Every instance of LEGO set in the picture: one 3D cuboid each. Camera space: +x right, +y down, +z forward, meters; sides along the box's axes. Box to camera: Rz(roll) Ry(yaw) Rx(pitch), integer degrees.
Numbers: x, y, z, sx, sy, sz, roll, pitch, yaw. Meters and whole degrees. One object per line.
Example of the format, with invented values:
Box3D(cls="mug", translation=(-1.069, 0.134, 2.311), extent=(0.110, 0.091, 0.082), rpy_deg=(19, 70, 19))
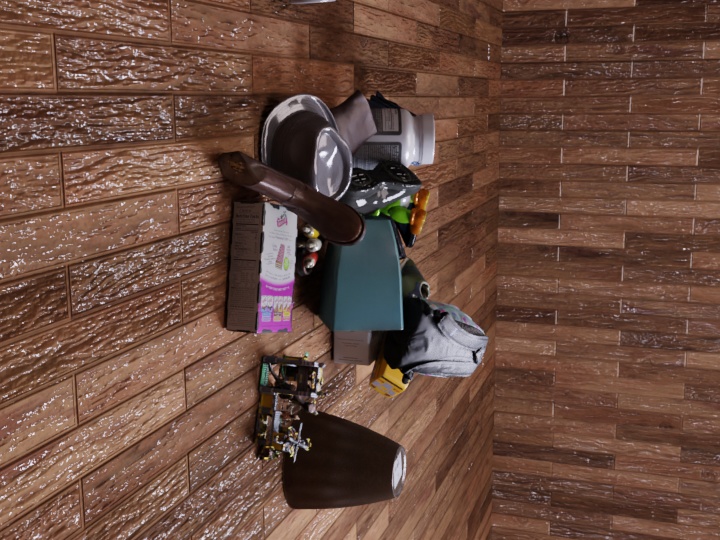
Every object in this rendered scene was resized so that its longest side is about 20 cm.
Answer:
Box3D(cls="LEGO set", translation=(-0.102, 0.232, 1.573), extent=(0.154, 0.114, 0.204), rpy_deg=(49, 48, -64))

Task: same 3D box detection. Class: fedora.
Box3D(cls="fedora", translation=(-0.075, -0.187, 1.534), extent=(0.175, 0.089, 0.204), rpy_deg=(-27, 123, -38))

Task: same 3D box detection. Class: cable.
Box3D(cls="cable", translation=(-0.076, -0.049, 1.709), extent=(0.200, 0.049, 0.099), rpy_deg=(-34, 126, -68))

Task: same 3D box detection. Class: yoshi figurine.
Box3D(cls="yoshi figurine", translation=(0.034, -0.133, 1.844), extent=(0.113, 0.196, 0.114), rpy_deg=(-81, -173, -78))

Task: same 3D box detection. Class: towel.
Box3D(cls="towel", translation=(0.072, -0.297, 1.915), extent=(0.048, 0.200, 0.113), rpy_deg=(-24, 124, -19))

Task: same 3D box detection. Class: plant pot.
Box3D(cls="plant pot", translation=(-0.020, 0.364, 1.715), extent=(0.186, 0.196, 0.191), rpy_deg=(3, 90, -71))
Box3D(cls="plant pot", translation=(0.000, 0.000, 1.729), extent=(0.141, 0.138, 0.204), rpy_deg=(-149, -121, -75))

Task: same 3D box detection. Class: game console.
Box3D(cls="game console", translation=(0.068, -0.172, 2.003), extent=(0.201, 0.114, 0.179), rpy_deg=(-107, -151, -65))

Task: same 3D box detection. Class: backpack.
Box3D(cls="backpack", translation=(0.154, 0.132, 1.801), extent=(0.197, 0.127, 0.169), rpy_deg=(12, 117, -33))

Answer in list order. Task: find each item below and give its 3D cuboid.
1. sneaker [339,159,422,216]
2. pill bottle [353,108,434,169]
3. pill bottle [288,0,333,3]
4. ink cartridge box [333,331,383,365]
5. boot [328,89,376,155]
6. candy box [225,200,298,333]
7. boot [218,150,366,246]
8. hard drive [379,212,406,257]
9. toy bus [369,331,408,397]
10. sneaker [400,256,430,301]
Box3D(cls="sneaker", translation=(0.028, -0.147, 1.699), extent=(0.197, 0.076, 0.092), rpy_deg=(-10, 140, -37))
Box3D(cls="pill bottle", translation=(0.041, -0.253, 1.763), extent=(0.116, 0.196, 0.118), rpy_deg=(180, -90, -88))
Box3D(cls="pill bottle", translation=(-0.085, -0.548, 1.506), extent=(0.112, 0.110, 0.204), rpy_deg=(-46, 136, -63))
Box3D(cls="ink cartridge box", translation=(0.002, 0.081, 1.913), extent=(0.146, 0.083, 0.204), rpy_deg=(-25, 116, -70))
Box3D(cls="boot", translation=(-0.031, -0.207, 1.672), extent=(0.165, 0.072, 0.202), rpy_deg=(-35, 131, -16))
Box3D(cls="candy box", translation=(-0.156, -0.004, 1.462), extent=(0.136, 0.060, 0.204), rpy_deg=(9, 85, -71))
Box3D(cls="boot", translation=(-0.104, -0.112, 1.373), extent=(0.199, 0.185, 0.065), rpy_deg=(28, 90, -55))
Box3D(cls="hard drive", translation=(0.049, -0.120, 1.960), extent=(0.140, 0.037, 0.204), rpy_deg=(7, 66, -84))
Box3D(cls="toy bus", translation=(0.081, 0.155, 1.895), extent=(0.065, 0.078, 0.202), rpy_deg=(32, 51, -18))
Box3D(cls="sneaker", translation=(0.104, 0.032, 1.904), extent=(0.068, 0.089, 0.200), rpy_deg=(-57, 177, 15))
